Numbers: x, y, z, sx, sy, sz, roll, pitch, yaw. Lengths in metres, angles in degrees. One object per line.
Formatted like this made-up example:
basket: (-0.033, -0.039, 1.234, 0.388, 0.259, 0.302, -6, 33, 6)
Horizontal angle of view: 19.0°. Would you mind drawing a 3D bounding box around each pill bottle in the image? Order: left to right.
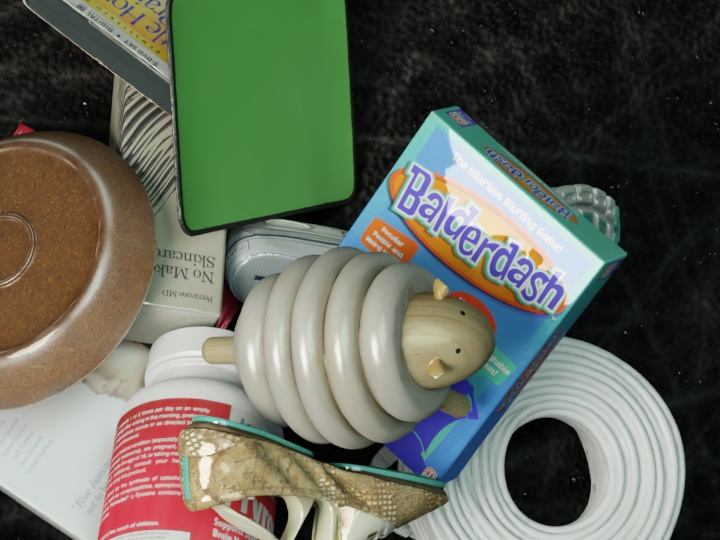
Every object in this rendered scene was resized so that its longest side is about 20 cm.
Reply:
pill bottle: (-0.109, 0.143, 1.393, 0.112, 0.112, 0.201, 12, 56, -9)

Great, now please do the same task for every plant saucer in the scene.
plant saucer: (-0.231, -0.007, 1.418, 0.199, 0.034, 0.201, -8, 66, 18)

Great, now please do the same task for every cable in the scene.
cable: (0.127, 0.139, 1.499, 0.200, 0.069, 0.200, 39, 72, 0)

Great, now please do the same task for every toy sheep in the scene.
toy sheep: (-0.010, 0.049, 1.338, 0.199, 0.138, 0.139, -9, 75, 27)

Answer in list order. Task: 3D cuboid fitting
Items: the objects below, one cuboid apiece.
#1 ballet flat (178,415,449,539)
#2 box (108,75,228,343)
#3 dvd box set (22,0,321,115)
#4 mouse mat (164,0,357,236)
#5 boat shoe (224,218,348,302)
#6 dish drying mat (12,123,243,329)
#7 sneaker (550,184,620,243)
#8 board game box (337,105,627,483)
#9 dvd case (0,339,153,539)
ballet flat: (-0.032, 0.143, 1.345, 0.199, 0.070, 0.066, 17, 77, -31)
box: (-0.133, -0.053, 1.475, 0.082, 0.068, 0.201, 7, 66, -15)
dvd box set: (-0.117, -0.197, 1.499, 0.146, 0.029, 0.200, 37, 47, 8)
mouse mat: (-0.064, -0.114, 1.468, 0.200, 0.008, 0.162, -14, 104, -54)
boat shoe: (0.000, 0.000, 1.506, 0.199, 0.074, 0.067, 18, 34, -22)
dish drying mat: (-0.173, -0.018, 1.502, 0.200, 0.018, 0.077, 34, 71, -3)
sneaker: (0.102, -0.032, 1.520, 0.199, 0.091, 0.078, 6, 97, -43)
board game box: (0.055, 0.018, 1.406, 0.152, 0.045, 0.200, 41, 113, 16)
dvd case: (-0.221, 0.079, 1.468, 0.200, 0.018, 0.143, 34, 73, -2)
